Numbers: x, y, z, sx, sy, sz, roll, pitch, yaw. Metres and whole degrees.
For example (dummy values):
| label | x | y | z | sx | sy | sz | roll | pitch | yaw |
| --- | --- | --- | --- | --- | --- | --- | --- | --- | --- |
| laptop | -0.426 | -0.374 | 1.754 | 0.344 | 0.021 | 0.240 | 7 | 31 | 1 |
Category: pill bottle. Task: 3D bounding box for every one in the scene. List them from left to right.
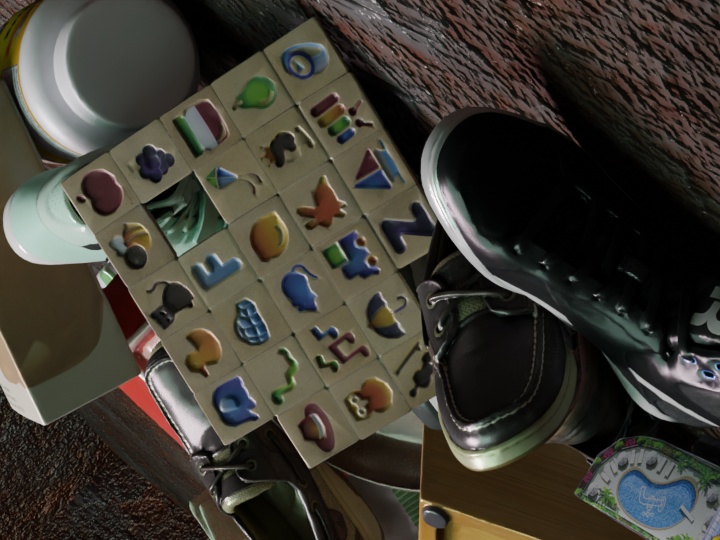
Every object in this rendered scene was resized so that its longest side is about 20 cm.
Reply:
| label | x | y | z | sx | sy | sz | roll | pitch | yaw |
| --- | --- | --- | --- | --- | --- | --- | --- | --- | --- |
| pill bottle | -0.164 | -0.121 | 1.202 | 0.109 | 0.109 | 0.200 | 47 | 166 | -15 |

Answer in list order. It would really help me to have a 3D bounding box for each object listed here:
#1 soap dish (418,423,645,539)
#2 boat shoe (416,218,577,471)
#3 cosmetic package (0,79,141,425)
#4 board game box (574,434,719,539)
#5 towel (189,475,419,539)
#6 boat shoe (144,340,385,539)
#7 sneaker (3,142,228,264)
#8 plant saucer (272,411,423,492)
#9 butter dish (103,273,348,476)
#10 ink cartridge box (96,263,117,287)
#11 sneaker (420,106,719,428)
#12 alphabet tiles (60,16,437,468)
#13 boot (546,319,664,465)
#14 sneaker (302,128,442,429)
| label | x | y | z | sx | sy | sz | roll | pitch | yaw |
| --- | --- | --- | --- | --- | --- | --- | --- | --- | --- |
| soap dish | 0.122 | 0.164 | 1.129 | 0.199 | 0.081 | 0.158 | 17 | 142 | 14 |
| boat shoe | 0.056 | 0.019 | 0.927 | 0.065 | 0.073 | 0.200 | 58 | -166 | -25 |
| cosmetic package | -0.218 | -0.012 | 1.215 | 0.201 | 0.071 | 0.105 | 66 | 162 | -10 |
| board game box | 0.200 | 0.126 | 0.876 | 0.199 | 0.062 | 0.200 | 29 | 179 | -37 |
| towel | -0.004 | 0.153 | 1.324 | 0.153 | 0.199 | 0.023 | 53 | 173 | 42 |
| boat shoe | -0.064 | 0.127 | 1.234 | 0.072 | 0.066 | 0.201 | -35 | 101 | 32 |
| sneaker | -0.092 | -0.041 | 1.121 | 0.118 | 0.199 | 0.074 | -12 | 89 | 63 |
| plant saucer | 0.022 | 0.049 | 1.168 | 0.199 | 0.032 | 0.201 | 12 | 131 | 14 |
| butter dish | -0.052 | 0.030 | 1.306 | 0.200 | 0.148 | 0.199 | 43 | 123 | -5 |
| ink cartridge box | -0.156 | 0.032 | 1.712 | 0.145 | 0.088 | 0.200 | 44 | 165 | -4 |
| sneaker | 0.123 | -0.001 | 0.839 | 0.200 | 0.073 | 0.112 | 40 | 166 | -25 |
| alphabet tiles | -0.038 | -0.004 | 1.027 | 0.201 | 0.167 | 0.008 | 58 | -164 | -5 |
| boot | 0.124 | 0.063 | 0.989 | 0.097 | 0.075 | 0.200 | 35 | -171 | -8 |
| sneaker | 0.000 | 0.000 | 1.076 | 0.084 | 0.074 | 0.201 | -25 | 94 | 36 |
